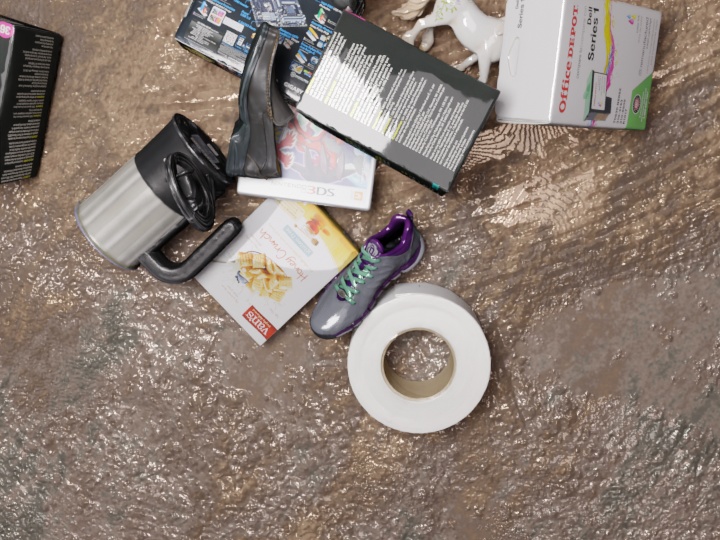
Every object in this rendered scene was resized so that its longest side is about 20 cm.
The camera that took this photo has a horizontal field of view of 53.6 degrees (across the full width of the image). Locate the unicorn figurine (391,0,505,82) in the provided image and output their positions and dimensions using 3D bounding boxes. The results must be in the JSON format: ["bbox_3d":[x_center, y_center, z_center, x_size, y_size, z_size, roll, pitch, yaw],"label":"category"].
[{"bbox_3d":[0.147,-0.296,0.903,0.199,0.074,0.137,29,126,-24],"label":"unicorn figurine"}]

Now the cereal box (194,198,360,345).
[{"bbox_3d":[-0.118,-0.012,1.000,0.200,0.040,0.144,-43,96,11],"label":"cereal box"}]

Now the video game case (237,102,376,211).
[{"bbox_3d":[-0.063,-0.191,0.946,0.180,0.023,0.203,7,90,1],"label":"video game case"}]

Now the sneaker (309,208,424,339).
[{"bbox_3d":[0.000,0.000,0.943,0.074,0.088,0.200,38,76,28],"label":"sneaker"}]

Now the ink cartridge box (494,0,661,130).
[{"bbox_3d":[0.263,-0.246,0.854,0.198,0.084,0.147,-6,106,-37],"label":"ink cartridge box"}]

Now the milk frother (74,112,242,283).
[{"bbox_3d":[-0.264,-0.081,0.903,0.188,0.200,0.181,-39,79,10],"label":"milk frother"}]

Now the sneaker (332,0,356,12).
[{"bbox_3d":[-0.052,-0.370,0.846,0.083,0.201,0.075,-2,134,-17],"label":"sneaker"}]

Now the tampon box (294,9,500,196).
[{"bbox_3d":[0.045,-0.194,0.854,0.198,0.150,0.127,29,96,1],"label":"tampon box"}]

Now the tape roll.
[{"bbox_3d":[0.081,0.121,1.004,0.199,0.071,0.205,1,103,3],"label":"tape roll"}]

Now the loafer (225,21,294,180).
[{"bbox_3d":[-0.116,-0.202,0.874,0.071,0.073,0.201,11,130,-9],"label":"loafer"}]

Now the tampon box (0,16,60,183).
[{"bbox_3d":[-0.500,-0.231,0.919,0.148,0.126,0.202,17,103,0],"label":"tampon box"}]

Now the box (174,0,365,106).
[{"bbox_3d":[-0.114,-0.318,0.911,0.198,0.046,0.160,26,91,-1],"label":"box"}]
